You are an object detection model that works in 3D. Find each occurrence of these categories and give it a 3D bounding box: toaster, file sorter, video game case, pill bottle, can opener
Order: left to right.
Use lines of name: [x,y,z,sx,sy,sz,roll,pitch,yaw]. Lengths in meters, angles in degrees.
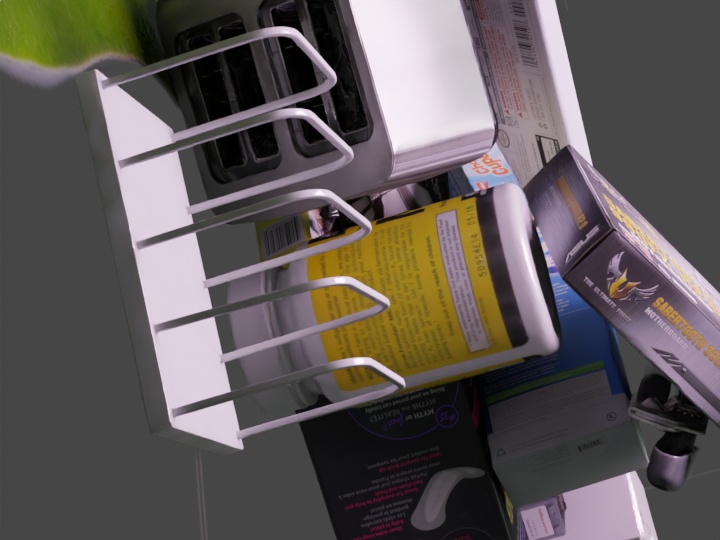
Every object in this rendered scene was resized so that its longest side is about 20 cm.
file sorter: [-0.061,-0.015,1.138,0.139,0.124,0.202,37,39,-74]
toaster: [-0.020,-0.126,1.316,0.118,0.180,0.201,-20,95,-46]
pill bottle: [0.021,0.023,1.317,0.114,0.199,0.115,-15,90,-81]
video game case: [0.087,-0.145,1.519,0.023,0.182,0.201,-39,127,-31]
can opener: [0.210,0.106,1.410,0.200,0.053,0.067,-17,122,-80]

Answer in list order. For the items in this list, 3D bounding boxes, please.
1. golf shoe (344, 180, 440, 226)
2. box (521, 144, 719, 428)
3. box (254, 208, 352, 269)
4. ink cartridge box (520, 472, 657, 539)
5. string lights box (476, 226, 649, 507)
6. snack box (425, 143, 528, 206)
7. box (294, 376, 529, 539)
golf shoe: [0.001,-0.057,1.445,0.094,0.078,0.201,9,53,-34]
box: [0.200,0.021,1.350,0.200,0.048,0.159,43,13,-19]
box: [0.000,0.000,1.512,0.200,0.050,0.076,32,40,-50]
ink cartridge box: [0.135,0.218,1.659,0.148,0.199,0.086,54,23,-65]
string lights box: [0.134,0.061,1.464,0.059,0.102,0.201,62,15,-45]
snack box: [0.072,-0.051,1.464,0.200,0.037,0.117,-113,-160,-53]
box: [0.036,0.137,1.454,0.106,0.121,0.201,-68,141,-76]
